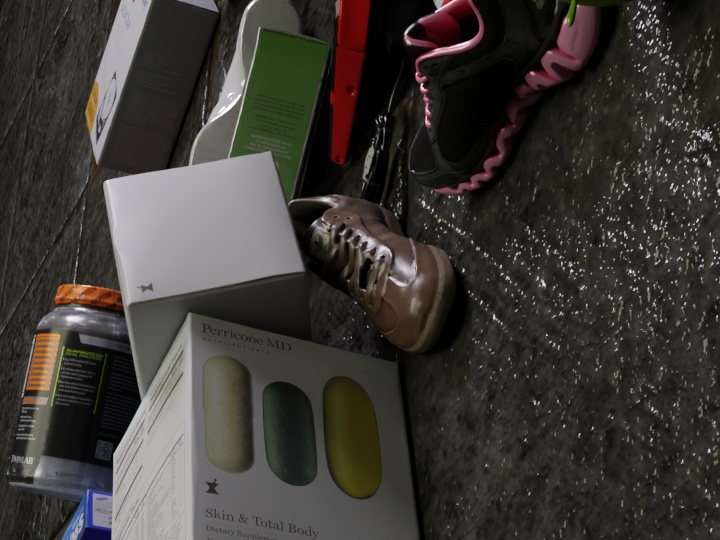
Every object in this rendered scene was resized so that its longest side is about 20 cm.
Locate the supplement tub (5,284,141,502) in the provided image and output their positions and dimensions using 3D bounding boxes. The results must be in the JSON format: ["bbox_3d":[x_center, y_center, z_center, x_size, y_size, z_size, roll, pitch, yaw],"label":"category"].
[{"bbox_3d":[-0.266,0.121,1.795,0.123,0.122,0.200,161,122,-67],"label":"supplement tub"}]

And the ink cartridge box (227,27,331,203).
[{"bbox_3d":[-0.074,-0.082,1.459,0.104,0.059,0.200,121,163,-87],"label":"ink cartridge box"}]

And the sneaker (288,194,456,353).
[{"bbox_3d":[0.000,0.000,1.210,0.200,0.075,0.071,-134,61,-68],"label":"sneaker"}]

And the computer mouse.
[{"bbox_3d":[0.018,-0.143,1.302,0.059,0.034,0.200,57,-136,-87],"label":"computer mouse"}]

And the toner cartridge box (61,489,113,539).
[{"bbox_3d":[-0.225,0.273,1.617,0.043,0.095,0.200,-94,27,-45],"label":"toner cartridge box"}]

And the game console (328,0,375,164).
[{"bbox_3d":[-0.004,-0.206,1.379,0.177,0.031,0.200,94,180,-58],"label":"game console"}]

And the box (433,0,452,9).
[{"bbox_3d":[0.096,-0.260,1.181,0.137,0.039,0.200,-107,36,-57],"label":"box"}]

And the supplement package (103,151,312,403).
[{"bbox_3d":[-0.099,0.038,1.267,0.200,0.120,0.121,87,170,-47],"label":"supplement package"}]

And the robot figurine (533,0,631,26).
[{"bbox_3d":[0.130,-0.226,0.945,0.175,0.116,0.200,-110,37,-73],"label":"robot figurine"}]

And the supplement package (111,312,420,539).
[{"bbox_3d":[-0.063,0.161,1.158,0.200,0.152,0.151,-96,28,-45],"label":"supplement package"}]

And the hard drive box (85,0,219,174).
[{"bbox_3d":[-0.227,-0.222,1.995,0.156,0.077,0.200,-117,45,-61],"label":"hard drive box"}]

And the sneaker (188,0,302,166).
[{"bbox_3d":[-0.096,-0.135,1.606,0.088,0.075,0.200,170,119,-83],"label":"sneaker"}]

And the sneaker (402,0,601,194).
[{"bbox_3d":[0.062,-0.119,1.097,0.200,0.095,0.079,126,150,-50],"label":"sneaker"}]
